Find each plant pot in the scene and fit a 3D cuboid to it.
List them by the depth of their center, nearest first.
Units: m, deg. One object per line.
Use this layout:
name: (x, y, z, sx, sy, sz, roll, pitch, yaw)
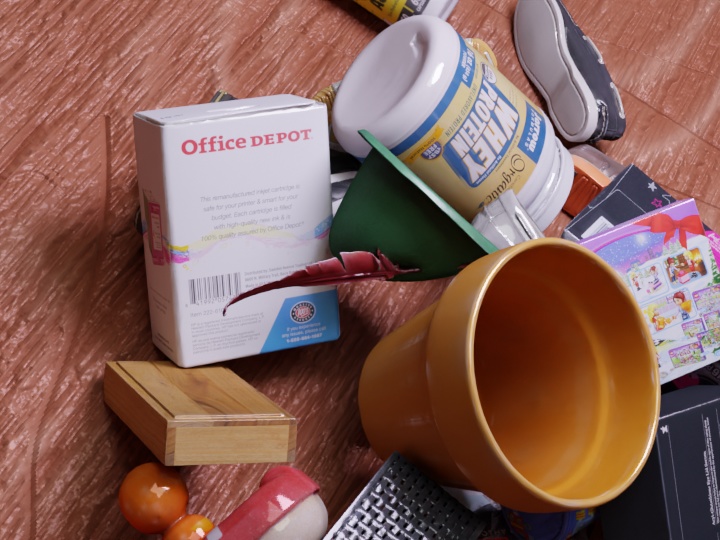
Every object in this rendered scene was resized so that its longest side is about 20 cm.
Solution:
plant pot: (0.100, 0.092, 1.296, 0.199, 0.183, 0.203, 10, 73, -36)

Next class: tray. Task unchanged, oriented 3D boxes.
tray: (-0.128, 0.105, 1.278, 0.098, 0.200, 0.037, 1, 100, -22)

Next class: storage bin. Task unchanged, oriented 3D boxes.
storage bin: (-0.006, 0.251, 1.246, 0.093, 0.136, 0.200, 38, 51, 8)

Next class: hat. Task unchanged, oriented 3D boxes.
hat: (0.000, 0.000, 1.349, 0.200, 0.176, 0.166, 40, 3, -24)

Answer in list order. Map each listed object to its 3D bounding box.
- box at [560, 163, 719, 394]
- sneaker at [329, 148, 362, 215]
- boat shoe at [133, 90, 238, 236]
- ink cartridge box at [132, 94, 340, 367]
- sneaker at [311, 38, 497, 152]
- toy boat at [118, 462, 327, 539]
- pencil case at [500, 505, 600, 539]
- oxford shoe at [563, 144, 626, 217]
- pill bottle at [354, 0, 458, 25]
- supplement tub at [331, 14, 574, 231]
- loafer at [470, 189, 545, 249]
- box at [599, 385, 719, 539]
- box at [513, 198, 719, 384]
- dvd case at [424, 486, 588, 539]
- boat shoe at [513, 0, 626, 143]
box: (0.271, 0.028, 1.539, 0.200, 0.115, 0.132, 41, 52, 11)
sneaker: (-0.083, -0.057, 1.489, 0.198, 0.074, 0.112, -10, 43, -20)
boat shoe: (-0.151, -0.092, 1.479, 0.060, 0.072, 0.201, 31, 43, 6)
ink cartridge box: (-0.101, -0.038, 1.368, 0.143, 0.202, 0.085, -9, 17, -23)
sneaker: (0.035, -0.165, 1.615, 0.198, 0.088, 0.076, -19, 98, -11)
toy boat: (-0.127, 0.198, 1.206, 0.200, 0.131, 0.131, -41, 82, -3)
pencil case: (0.202, 0.162, 1.410, 0.199, 0.078, 0.088, -22, 98, -42)
oxford shoe: (0.277, -0.056, 1.633, 0.200, 0.072, 0.073, 41, 46, 9)
pill bottle: (0.012, -0.328, 1.687, 0.199, 0.112, 0.112, 34, 50, 4)
supplement tub: (0.086, -0.120, 1.511, 0.199, 0.144, 0.146, 37, 44, -31)
loafer: (0.181, 0.013, 1.455, 0.200, 0.070, 0.070, 41, 11, -5)
box: (0.269, 0.205, 1.361, 0.140, 0.078, 0.202, -11, 94, -42)
box: (0.214, 0.038, 1.411, 0.198, 0.039, 0.138, -21, 92, -11)
dvd case: (0.128, 0.240, 1.387, 0.144, 0.022, 0.202, 0, 55, -23)
boat shoe: (0.217, -0.214, 1.717, 0.060, 0.074, 0.201, 4, 48, -32)
